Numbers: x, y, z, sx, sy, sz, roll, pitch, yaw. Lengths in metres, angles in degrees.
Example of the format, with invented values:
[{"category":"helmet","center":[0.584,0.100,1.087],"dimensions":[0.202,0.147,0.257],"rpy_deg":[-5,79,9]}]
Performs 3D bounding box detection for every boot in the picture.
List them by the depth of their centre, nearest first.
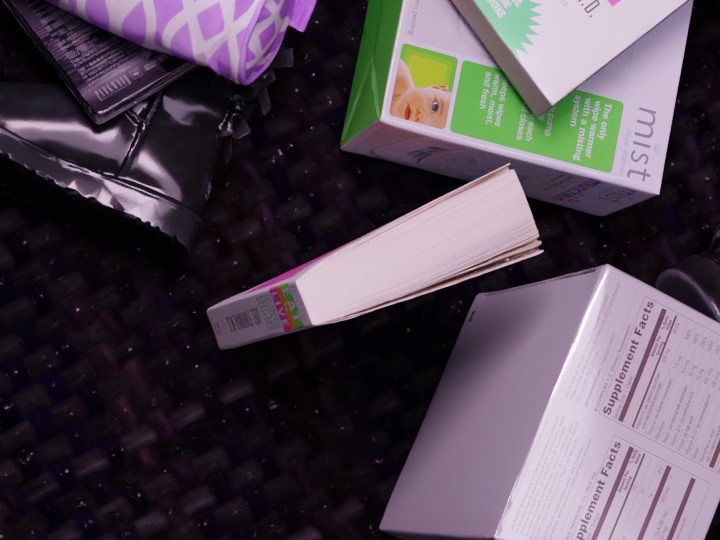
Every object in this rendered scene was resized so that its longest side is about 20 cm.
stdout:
[{"category":"boot","center":[-0.144,-0.112,1.258],"dimensions":[0.197,0.073,0.164],"rpy_deg":[22,72,-4]}]

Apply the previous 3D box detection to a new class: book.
[{"category":"book","center":[0.000,0.000,1.223],"dimensions":[0.133,0.200,0.048],"rpy_deg":[-22,91,-17]},{"category":"book","center":[0.137,-0.200,1.262],"dimensions":[0.200,0.048,0.134],"rpy_deg":[-38,92,-13]}]

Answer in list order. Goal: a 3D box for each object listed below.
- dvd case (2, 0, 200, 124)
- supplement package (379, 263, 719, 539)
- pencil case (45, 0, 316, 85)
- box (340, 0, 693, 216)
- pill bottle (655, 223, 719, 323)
[{"category":"dvd case","center":[-0.140,-0.190,1.253],"dimensions":[0.148,0.016,0.200],"rpy_deg":[-32,71,-19]},{"category":"supplement package","center":[0.113,0.097,1.248],"dimensions":[0.110,0.200,0.157],"rpy_deg":[26,78,-12]},{"category":"pencil case","center":[-0.126,-0.170,1.195],"dimensions":[0.199,0.085,0.084],"rpy_deg":[28,101,8]},{"category":"box","center":[0.097,-0.152,1.323],"dimensions":[0.175,0.097,0.202],"rpy_deg":[14,80,-13]},{"category":"pill bottle","center":[0.281,-0.002,1.354],"dimensions":[0.199,0.112,0.113],"rpy_deg":[-25,92,-17]}]
